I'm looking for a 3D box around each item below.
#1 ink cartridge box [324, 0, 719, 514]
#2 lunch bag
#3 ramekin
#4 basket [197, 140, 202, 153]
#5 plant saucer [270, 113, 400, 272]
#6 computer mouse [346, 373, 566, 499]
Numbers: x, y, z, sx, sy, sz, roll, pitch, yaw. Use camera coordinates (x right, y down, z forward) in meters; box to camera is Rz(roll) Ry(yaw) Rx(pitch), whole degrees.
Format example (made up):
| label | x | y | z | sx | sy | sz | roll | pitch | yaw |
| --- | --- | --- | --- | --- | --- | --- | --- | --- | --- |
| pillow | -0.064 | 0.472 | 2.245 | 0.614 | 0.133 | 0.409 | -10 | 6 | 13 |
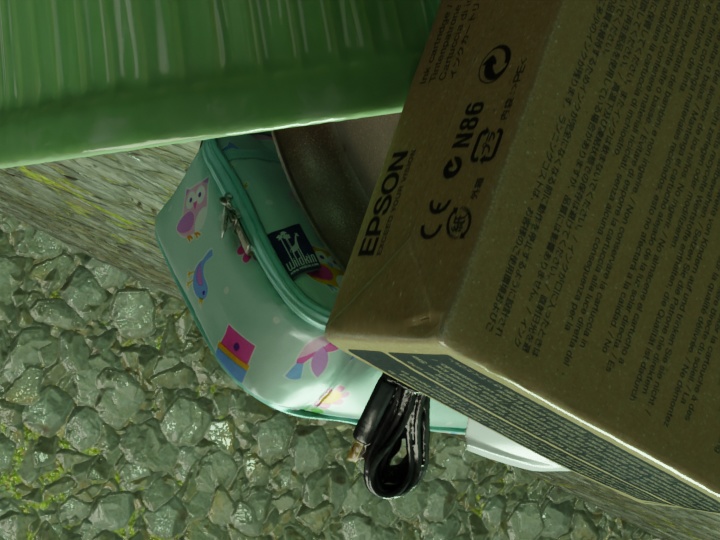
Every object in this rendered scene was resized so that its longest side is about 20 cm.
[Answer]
| label | x | y | z | sx | sy | sz | roll | pitch | yaw |
| --- | --- | --- | --- | --- | --- | --- | --- | --- | --- |
| ink cartridge box | 0.097 | -0.034 | 0.754 | 0.165 | 0.200 | 0.075 | 30 | 162 | -32 |
| lunch bag | 0.000 | 0.000 | 1.091 | 0.200 | 0.077 | 0.161 | 10 | -141 | -38 |
| ramekin | -0.046 | -0.101 | 0.821 | 0.200 | 0.098 | 0.200 | -8 | -176 | 1 |
| basket | -0.041 | -0.046 | 1.390 | 0.180 | 0.136 | 0.200 | -3 | 166 | 1 |
| plant saucer | 0.020 | -0.076 | 0.942 | 0.032 | 0.201 | 0.200 | -20 | -161 | -31 |
| computer mouse | 0.089 | 0.064 | 1.051 | 0.200 | 0.110 | 0.044 | 4 | -152 | -37 |
